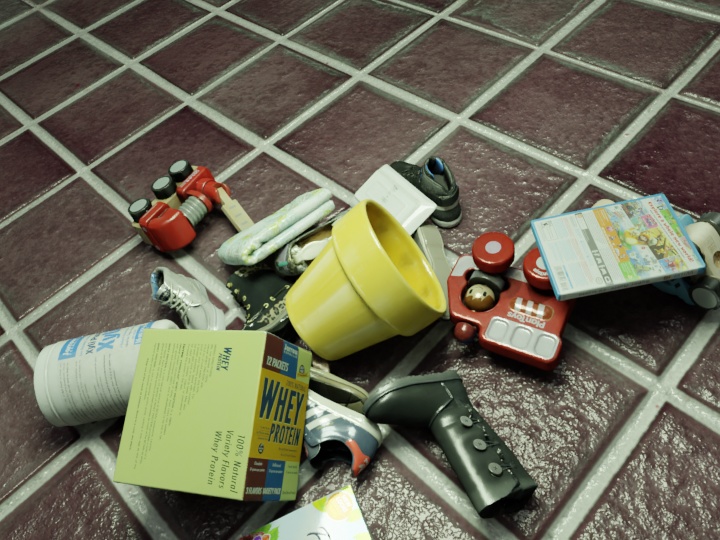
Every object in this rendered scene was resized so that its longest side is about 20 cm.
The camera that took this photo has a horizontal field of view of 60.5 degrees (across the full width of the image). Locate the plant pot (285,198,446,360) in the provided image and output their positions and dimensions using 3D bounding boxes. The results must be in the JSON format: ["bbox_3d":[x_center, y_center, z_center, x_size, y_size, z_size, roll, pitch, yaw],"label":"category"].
[{"bbox_3d":[-0.003,0.030,0.918,0.188,0.200,0.202,-36,47,17],"label":"plant pot"}]

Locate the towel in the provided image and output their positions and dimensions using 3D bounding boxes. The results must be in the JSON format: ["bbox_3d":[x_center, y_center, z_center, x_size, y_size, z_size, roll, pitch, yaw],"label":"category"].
[{"bbox_3d":[-0.151,-0.075,1.091,0.199,0.049,0.171,-37,14,-21],"label":"towel"}]

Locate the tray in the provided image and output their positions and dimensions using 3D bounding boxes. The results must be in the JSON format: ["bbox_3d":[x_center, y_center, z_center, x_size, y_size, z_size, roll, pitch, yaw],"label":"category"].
[{"bbox_3d":[0.050,-0.124,1.118,0.107,0.022,0.200,-45,40,4],"label":"tray"}]

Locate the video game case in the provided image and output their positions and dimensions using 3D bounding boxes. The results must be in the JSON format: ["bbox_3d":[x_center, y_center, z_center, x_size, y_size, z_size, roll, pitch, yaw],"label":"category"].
[{"bbox_3d":[0.359,-0.036,0.879,0.196,0.018,0.145,-12,49,6],"label":"video game case"}]

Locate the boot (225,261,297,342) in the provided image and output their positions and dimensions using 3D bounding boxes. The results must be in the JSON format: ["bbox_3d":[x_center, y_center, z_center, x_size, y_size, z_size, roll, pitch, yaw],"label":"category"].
[{"bbox_3d":[-0.182,0.075,1.021,0.153,0.074,0.203,31,57,34],"label":"boot"}]

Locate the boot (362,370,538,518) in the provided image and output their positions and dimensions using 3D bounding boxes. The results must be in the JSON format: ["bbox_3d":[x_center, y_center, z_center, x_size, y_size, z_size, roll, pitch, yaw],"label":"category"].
[{"bbox_3d":[0.113,0.233,0.810,0.162,0.066,0.201,-11,49,-24],"label":"boot"}]

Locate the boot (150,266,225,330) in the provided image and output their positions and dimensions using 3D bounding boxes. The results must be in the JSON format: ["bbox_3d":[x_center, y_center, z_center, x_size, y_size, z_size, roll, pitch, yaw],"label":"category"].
[{"bbox_3d":[-0.291,0.060,1.007,0.074,0.095,0.200,-57,37,4],"label":"boot"}]

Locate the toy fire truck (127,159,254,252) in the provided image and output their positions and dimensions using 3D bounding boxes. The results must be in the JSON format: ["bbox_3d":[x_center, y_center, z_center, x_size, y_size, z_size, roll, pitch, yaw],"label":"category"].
[{"bbox_3d":[-0.307,-0.102,1.176,0.198,0.130,0.177,15,55,35],"label":"toy fire truck"}]

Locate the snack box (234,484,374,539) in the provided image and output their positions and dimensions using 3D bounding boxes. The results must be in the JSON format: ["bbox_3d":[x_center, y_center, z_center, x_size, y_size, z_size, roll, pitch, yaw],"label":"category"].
[{"bbox_3d":[-0.046,0.389,0.733,0.166,0.068,0.201,-22,51,-7],"label":"snack box"}]

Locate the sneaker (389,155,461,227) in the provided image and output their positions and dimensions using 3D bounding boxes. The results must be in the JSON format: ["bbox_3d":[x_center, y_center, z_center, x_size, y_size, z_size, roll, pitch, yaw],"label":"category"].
[{"bbox_3d":[0.117,-0.178,1.139,0.072,0.113,0.200,-31,52,-16],"label":"sneaker"}]

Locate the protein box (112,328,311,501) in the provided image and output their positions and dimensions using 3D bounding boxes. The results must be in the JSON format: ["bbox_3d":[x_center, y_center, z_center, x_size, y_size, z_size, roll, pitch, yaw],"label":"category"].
[{"bbox_3d":[-0.189,0.191,0.824,0.197,0.135,0.202,-2,71,23],"label":"protein box"}]

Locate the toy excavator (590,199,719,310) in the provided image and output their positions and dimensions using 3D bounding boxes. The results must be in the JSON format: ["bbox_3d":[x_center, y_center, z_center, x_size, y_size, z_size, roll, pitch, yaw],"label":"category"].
[{"bbox_3d":[0.462,-0.033,0.963,0.100,0.200,0.196,-38,97,-21],"label":"toy excavator"}]

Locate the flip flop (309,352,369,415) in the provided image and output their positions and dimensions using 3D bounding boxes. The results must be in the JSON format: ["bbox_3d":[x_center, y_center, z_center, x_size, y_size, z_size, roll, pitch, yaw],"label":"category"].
[{"bbox_3d":[-0.063,0.160,0.927,0.197,0.082,0.058,20,40,24],"label":"flip flop"}]

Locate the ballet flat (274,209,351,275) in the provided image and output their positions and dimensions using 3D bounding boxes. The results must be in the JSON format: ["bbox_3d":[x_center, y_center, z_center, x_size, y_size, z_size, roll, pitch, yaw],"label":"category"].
[{"bbox_3d":[-0.052,-0.049,1.058,0.199,0.073,0.072,-30,51,-24],"label":"ballet flat"}]

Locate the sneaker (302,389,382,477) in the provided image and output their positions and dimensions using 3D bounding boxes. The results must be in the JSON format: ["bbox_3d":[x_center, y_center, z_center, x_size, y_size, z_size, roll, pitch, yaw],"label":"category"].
[{"bbox_3d":[-0.072,0.225,0.869,0.197,0.076,0.085,16,51,23],"label":"sneaker"}]

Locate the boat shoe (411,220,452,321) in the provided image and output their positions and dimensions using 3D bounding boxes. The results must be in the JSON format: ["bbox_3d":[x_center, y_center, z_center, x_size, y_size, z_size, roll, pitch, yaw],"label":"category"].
[{"bbox_3d":[0.118,0.008,1.033,0.066,0.057,0.202,13,49,-25],"label":"boat shoe"}]

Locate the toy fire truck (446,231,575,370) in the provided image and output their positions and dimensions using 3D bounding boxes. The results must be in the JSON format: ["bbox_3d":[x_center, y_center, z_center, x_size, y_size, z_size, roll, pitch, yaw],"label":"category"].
[{"bbox_3d":[0.219,0.049,0.931,0.197,0.113,0.169,17,57,25],"label":"toy fire truck"}]

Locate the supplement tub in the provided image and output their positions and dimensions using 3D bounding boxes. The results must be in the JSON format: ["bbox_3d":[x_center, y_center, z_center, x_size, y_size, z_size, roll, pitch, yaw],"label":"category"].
[{"bbox_3d":[-0.375,0.158,0.952,0.196,0.133,0.133,-11,49,1],"label":"supplement tub"}]
